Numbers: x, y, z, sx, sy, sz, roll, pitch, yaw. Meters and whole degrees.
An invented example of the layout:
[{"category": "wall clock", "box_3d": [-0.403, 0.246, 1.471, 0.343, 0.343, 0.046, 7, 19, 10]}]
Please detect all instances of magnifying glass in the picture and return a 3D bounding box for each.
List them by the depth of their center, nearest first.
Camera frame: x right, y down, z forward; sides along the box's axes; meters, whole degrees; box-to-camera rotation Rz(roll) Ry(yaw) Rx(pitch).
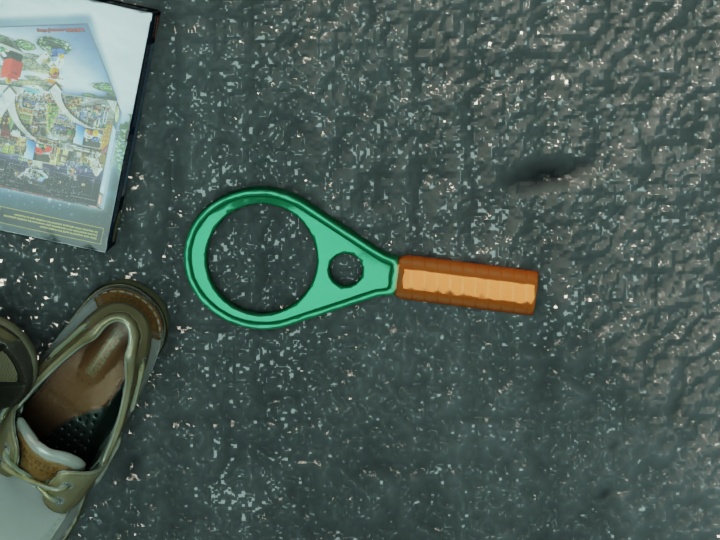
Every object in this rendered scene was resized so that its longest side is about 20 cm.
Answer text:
[{"category": "magnifying glass", "box_3d": [0.000, 0.000, 1.360, 0.199, 0.022, 0.080, 8, 99, 3]}]

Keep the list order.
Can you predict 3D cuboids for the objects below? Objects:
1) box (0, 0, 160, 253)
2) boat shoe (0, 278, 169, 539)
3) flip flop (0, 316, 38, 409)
[{"category": "box", "box_3d": [-0.222, -0.098, 1.344, 0.199, 0.038, 0.137, 13, 99, 1]}, {"category": "boat shoe", "box_3d": [-0.176, 0.097, 1.356, 0.075, 0.068, 0.200, 27, 99, -2]}, {"category": "flip flop", "box_3d": [-0.263, 0.018, 1.349, 0.200, 0.058, 0.081, 18, 133, 17]}]
